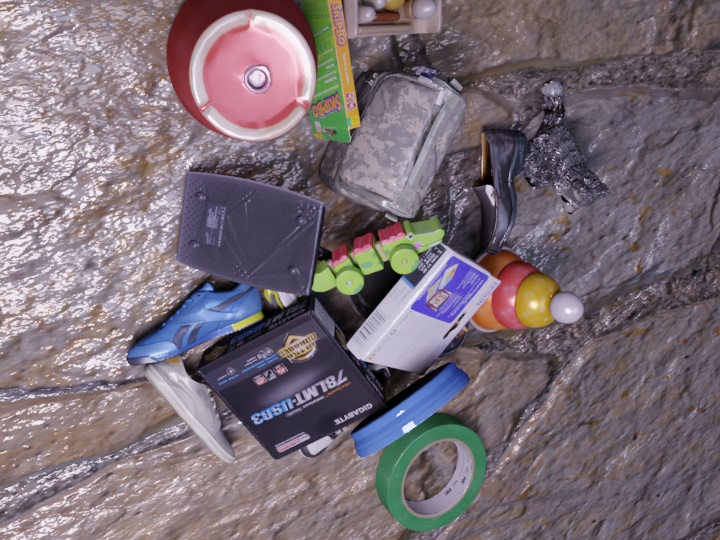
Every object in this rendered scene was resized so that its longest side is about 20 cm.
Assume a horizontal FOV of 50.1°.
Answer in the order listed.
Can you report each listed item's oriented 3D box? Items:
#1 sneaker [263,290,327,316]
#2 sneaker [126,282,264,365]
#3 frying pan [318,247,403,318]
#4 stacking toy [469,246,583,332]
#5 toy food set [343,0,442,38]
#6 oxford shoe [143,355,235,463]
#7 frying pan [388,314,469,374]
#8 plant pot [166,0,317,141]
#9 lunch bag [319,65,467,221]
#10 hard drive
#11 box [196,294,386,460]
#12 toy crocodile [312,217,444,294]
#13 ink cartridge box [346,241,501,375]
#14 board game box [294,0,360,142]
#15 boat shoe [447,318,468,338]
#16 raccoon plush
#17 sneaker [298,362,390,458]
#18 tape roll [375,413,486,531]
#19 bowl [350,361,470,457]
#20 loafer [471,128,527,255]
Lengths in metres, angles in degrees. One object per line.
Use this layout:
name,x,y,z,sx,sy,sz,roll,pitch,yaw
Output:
sneaker,-0.109,-0.010,1.100,0.084,0.074,0.201,-35,120,-35
sneaker,-0.232,0.066,1.059,0.199,0.066,0.079,-23,100,-19
frying pan,-0.001,0.017,1.114,0.188,0.031,0.116,2,105,-15
stacking toy,0.273,0.047,1.228,0.145,0.199,0.147,-10,107,-35
toy food set,0.047,-0.389,1.030,0.199,0.060,0.145,-23,118,-49
oxford shoe,-0.228,0.196,1.092,0.058,0.075,0.201,-42,118,-22
frying pan,0.104,0.104,1.265,0.189,0.031,0.116,-19,111,-24
plant pot,-0.134,-0.241,0.920,0.199,0.177,0.202,-5,112,-12
lunch bag,0.053,-0.175,1.069,0.139,0.168,0.201,24,93,-31
hard drive,-0.142,-0.051,1.010,0.042,0.198,0.136,-22,123,-68
box,-0.095,0.158,1.104,0.199,0.050,0.199,-27,115,16
toy crocodile,0.016,-0.024,1.028,0.199,0.068,0.062,-22,122,11
ink cartridge box,0.098,0.060,1.122,0.199,0.043,0.200,-51,148,9
board game box,-0.047,-0.274,1.027,0.030,0.095,0.202,-19,113,-31
boat shoe,0.079,0.055,1.206,0.199,0.072,0.068,32,98,-18
raccoon plush,0.328,-0.192,1.228,0.096,0.134,0.201,-22,114,-19
sneaker,-0.030,0.210,1.190,0.075,0.088,0.201,32,90,-33
tape roll,0.124,0.350,1.336,0.199,0.048,0.202,-8,109,-26
bowl,0.070,0.202,1.138,0.200,0.201,0.040,-34,85,-15
loafer,0.208,-0.126,1.229,0.072,0.073,0.202,6,93,-20
